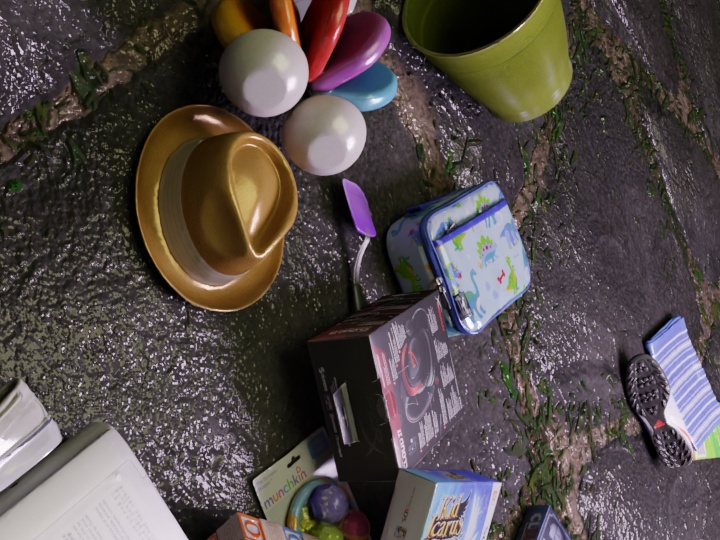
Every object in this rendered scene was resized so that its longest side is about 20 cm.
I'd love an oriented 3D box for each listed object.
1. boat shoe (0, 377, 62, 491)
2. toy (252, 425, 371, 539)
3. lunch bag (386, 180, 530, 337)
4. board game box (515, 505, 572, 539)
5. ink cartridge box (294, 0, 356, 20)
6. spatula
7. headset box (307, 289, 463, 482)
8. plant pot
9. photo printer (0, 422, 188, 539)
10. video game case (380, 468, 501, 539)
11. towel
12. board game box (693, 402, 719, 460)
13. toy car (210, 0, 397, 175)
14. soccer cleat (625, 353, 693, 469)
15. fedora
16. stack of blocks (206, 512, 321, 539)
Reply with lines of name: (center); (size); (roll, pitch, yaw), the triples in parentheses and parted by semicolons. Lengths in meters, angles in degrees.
boat shoe: (-0.292, 0.142, 0.657); (0.200, 0.072, 0.066); (-40, 106, -47)
toy: (-0.021, 0.269, 0.955); (0.115, 0.047, 0.201); (-31, 105, -50)
lunch bag: (0.123, -0.016, 1.171); (0.200, 0.082, 0.162); (-28, 99, -50)
board game box: (0.224, 0.418, 1.211); (0.136, 0.034, 0.200); (55, 45, -24)
ink cartridge box: (-0.079, -0.377, 1.024); (0.200, 0.085, 0.148); (42, 52, -33)
spatula: (0.000, 0.000, 1.065); (0.056, 0.020, 0.202); (14, 73, -63)
headset box: (0.027, 0.117, 0.991); (0.200, 0.074, 0.150); (-29, 108, -60)
plant pot: (0.184, -0.297, 1.247); (0.193, 0.199, 0.202); (45, 49, -48)
photo printer: (-0.223, 0.234, 0.705); (0.200, 0.069, 0.167); (-41, 105, -46)
video game case: (0.071, 0.295, 0.976); (0.200, 0.045, 0.183); (23, 82, -62)
towel: (0.555, 0.187, 1.638); (0.144, 0.024, 0.201); (-24, 89, -48)
board game box: (0.620, 0.284, 1.711); (0.199, 0.030, 0.096); (8, 73, -45)
toy car: (-0.043, -0.209, 0.940); (0.200, 0.150, 0.176); (43, 21, -34)
soccer cleat: (0.474, 0.218, 1.542); (0.201, 0.068, 0.073); (64, 18, -10)
fedora: (-0.117, -0.064, 0.900); (0.200, 0.081, 0.202); (15, 70, -46)
stack of blocks: (-0.058, 0.312, 0.808); (0.115, 0.059, 0.201); (32, 21, -43)
